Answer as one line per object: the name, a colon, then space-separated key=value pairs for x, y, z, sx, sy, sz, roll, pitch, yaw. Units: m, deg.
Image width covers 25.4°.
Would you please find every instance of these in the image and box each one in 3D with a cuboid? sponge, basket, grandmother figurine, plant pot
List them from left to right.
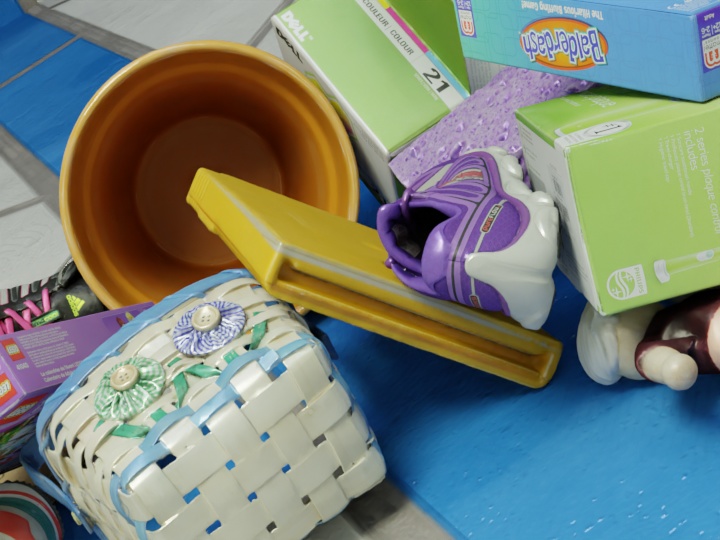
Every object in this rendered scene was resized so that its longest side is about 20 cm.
basket: x=-0.086 y=0.079 z=0.860 sx=0.176 sy=0.140 sz=0.200 roll=-37 pitch=21 yaw=-16
plant pot: x=-0.108 y=-0.054 z=1.135 sx=0.199 sy=0.202 sz=0.183 roll=-32 pitch=6 yaw=-4
sponge: x=0.113 y=-0.104 z=0.980 sx=0.200 sy=0.030 sz=0.112 roll=-41 pitch=25 yaw=4
grandmother figurine: x=0.177 y=0.031 z=0.750 sx=0.120 sy=0.061 sz=0.199 roll=-12 pitch=5 yaw=-37

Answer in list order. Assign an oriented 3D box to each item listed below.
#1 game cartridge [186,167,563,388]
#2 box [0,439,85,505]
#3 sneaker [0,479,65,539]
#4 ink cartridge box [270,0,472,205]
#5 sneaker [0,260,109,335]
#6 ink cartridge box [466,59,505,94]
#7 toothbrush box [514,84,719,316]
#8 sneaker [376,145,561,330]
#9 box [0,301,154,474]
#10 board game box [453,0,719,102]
game cartridge: x=0.000 y=0.000 z=0.907 sx=0.033 sy=0.175 sz=0.200 roll=-67 pitch=22 yaw=6
box: x=-0.250 y=0.137 z=1.105 sx=0.162 sy=0.021 sz=0.201 roll=-16 pitch=27 yaw=32
sneaker: x=-0.275 y=0.193 z=0.949 sx=0.198 sy=0.071 sz=0.094 roll=-22 pitch=17 yaw=14
ink cartridge box: x=0.005 y=-0.144 z=1.065 sx=0.075 sy=0.201 sz=0.148 roll=-34 pitch=62 yaw=-8
sneaker: x=-0.231 y=0.036 z=1.165 sx=0.087 sy=0.074 sz=0.199 roll=-24 pitch=-1 yaw=40
ink cartridge box: x=0.097 y=-0.172 z=1.136 sx=0.198 sy=0.165 sz=0.057 roll=-8 pitch=1 yaw=39
toothbrush box: x=0.190 y=-0.058 z=0.797 sx=0.197 sy=0.087 sz=0.146 roll=-14 pitch=14 yaw=0
sneaker: x=0.045 y=-0.026 z=0.832 sx=0.082 sy=0.082 sz=0.200 roll=9 pitch=7 yaw=-10
box: x=-0.203 y=0.081 z=0.939 sx=0.136 sy=0.039 sz=0.200 roll=-38 pitch=-7 yaw=18
board game box: x=0.164 y=-0.142 z=0.834 sx=0.151 sy=0.046 sz=0.199 roll=-23 pitch=23 yaw=-24
